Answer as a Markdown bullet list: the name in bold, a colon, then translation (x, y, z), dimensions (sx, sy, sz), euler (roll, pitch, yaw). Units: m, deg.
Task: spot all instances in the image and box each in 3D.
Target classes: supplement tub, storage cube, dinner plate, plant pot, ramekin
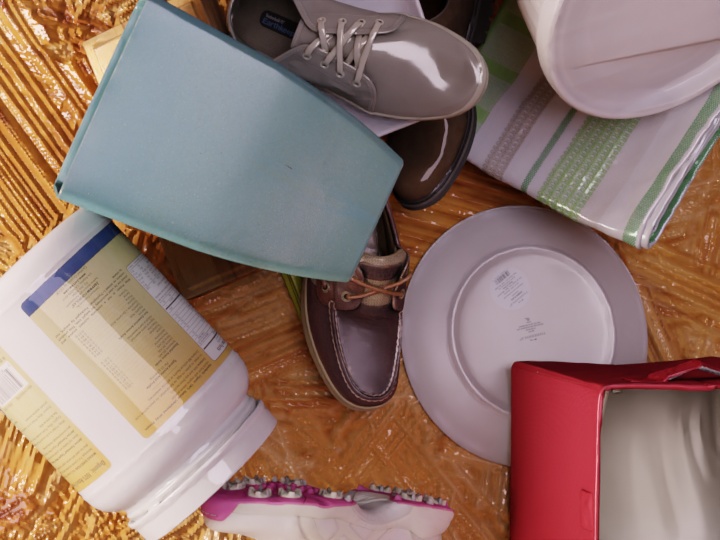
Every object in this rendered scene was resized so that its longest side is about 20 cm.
- **supplement tub**: translation (-0.168, 0.072, 1.367), dimensions (0.144, 0.144, 0.200), euler (-44, 95, -17)
- **storage cube**: translation (0.212, 0.158, 1.429), dimensions (0.171, 0.180, 0.200), euler (-1, 94, -15)
- **dinner plate**: translation (0.128, 0.048, 1.518), dimensions (0.200, 0.024, 0.200), euler (3, 80, -15)
- **plant pot**: translation (-0.084, -0.075, 1.338), dimensions (0.200, 0.141, 0.141), euler (25, 91, -12)
- **ramekin**: translation (0.197, -0.211, 1.398), dimensions (0.202, 0.203, 0.094), euler (-16, 48, -17)

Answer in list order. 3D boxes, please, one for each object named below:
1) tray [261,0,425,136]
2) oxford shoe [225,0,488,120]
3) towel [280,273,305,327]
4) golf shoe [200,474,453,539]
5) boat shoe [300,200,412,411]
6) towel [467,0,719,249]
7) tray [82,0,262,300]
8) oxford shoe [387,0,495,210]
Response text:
- **tray**: translation (-0.037, -0.132, 1.441), dimensions (0.200, 0.022, 0.108), euler (-20, 87, 17)
- **oxford shoe**: translation (-0.009, -0.153, 1.391), dimensions (0.200, 0.058, 0.075), euler (21, 96, 15)
- **towel**: translation (-0.038, -0.063, 1.490), dimensions (0.086, 0.018, 0.200), euler (-20, 88, -17)
- **golf shoe**: translation (-0.024, 0.194, 1.412), dimensions (0.200, 0.075, 0.092), euler (10, 92, -31)
- **boat shoe**: translation (0.000, 0.000, 1.447), dimensions (0.072, 0.072, 0.200), euler (0, 81, -20)
- **towel**: translation (0.163, -0.119, 1.489), dimensions (0.200, 0.031, 0.149), euler (29, 80, 23)
- **tray**: translation (-0.116, -0.090, 1.436), dimensions (0.099, 0.037, 0.200), euler (-23, 89, 19)
- **oxford shoe**: translation (0.042, -0.144, 1.482), dimensions (0.084, 0.073, 0.200), euler (27, 64, -51)
